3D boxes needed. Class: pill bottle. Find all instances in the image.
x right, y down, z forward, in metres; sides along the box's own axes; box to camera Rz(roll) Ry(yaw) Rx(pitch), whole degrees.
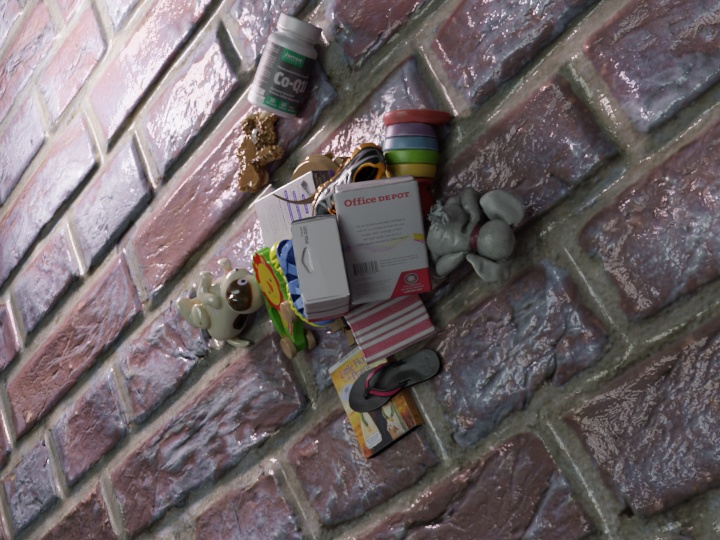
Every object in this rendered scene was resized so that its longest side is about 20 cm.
[{"bbox_3d":[-0.160,-0.440,1.756,0.113,0.113,0.201,34,110,37],"label":"pill bottle"}]

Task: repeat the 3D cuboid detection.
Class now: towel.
[{"bbox_3d":[0.038,0.060,1.531,0.146,0.030,0.201,-25,72,1],"label":"towel"}]

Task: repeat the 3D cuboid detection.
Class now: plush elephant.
[{"bbox_3d":[0.201,-0.055,1.391,0.154,0.200,0.166,22,85,16],"label":"plush elephant"}]

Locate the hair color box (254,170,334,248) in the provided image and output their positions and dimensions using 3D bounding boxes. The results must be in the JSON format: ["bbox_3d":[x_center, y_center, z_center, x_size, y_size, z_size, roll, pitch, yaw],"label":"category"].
[{"bbox_3d":[-0.126,-0.120,1.659,0.199,0.065,0.110,-20,82,47],"label":"hair color box"}]

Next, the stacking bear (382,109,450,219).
[{"bbox_3d":[0.096,-0.191,1.522,0.121,0.113,0.202,0,91,41],"label":"stacking bear"}]

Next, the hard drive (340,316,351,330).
[{"bbox_3d":[0.000,0.000,1.591,0.139,0.038,0.201,-23,69,1],"label":"hard drive"}]

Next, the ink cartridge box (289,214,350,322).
[{"bbox_3d":[-0.070,0.001,1.434,0.084,0.200,0.147,-10,78,-2],"label":"ink cartridge box"}]

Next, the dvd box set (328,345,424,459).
[{"bbox_3d":[0.027,0.245,1.596,0.146,0.029,0.201,-39,62,30],"label":"dvd box set"}]

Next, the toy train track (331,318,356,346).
[{"bbox_3d":[-0.024,0.056,1.657,0.115,0.032,0.201,-37,57,47],"label":"toy train track"}]

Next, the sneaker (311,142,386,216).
[{"bbox_3d":[-0.022,-0.139,1.484,0.201,0.078,0.077,-56,27,15],"label":"sneaker"}]

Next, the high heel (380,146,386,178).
[{"bbox_3d":[0.037,-0.162,1.543,0.143,0.071,0.201,124,155,-72],"label":"high heel"}]

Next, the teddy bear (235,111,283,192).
[{"bbox_3d":[-0.230,-0.271,1.847,0.144,0.067,0.201,-21,67,29],"label":"teddy bear"}]

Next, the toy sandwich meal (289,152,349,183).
[{"bbox_3d":[-0.070,-0.153,1.692,0.204,0.070,0.207,10,105,44],"label":"toy sandwich meal"}]

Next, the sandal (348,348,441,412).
[{"bbox_3d":[0.056,0.202,1.530,0.199,0.045,0.075,-30,66,18],"label":"sandal"}]

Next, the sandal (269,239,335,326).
[{"bbox_3d":[-0.107,0.017,1.573,0.201,0.079,0.087,57,149,11],"label":"sandal"}]

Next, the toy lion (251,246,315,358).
[{"bbox_3d":[-0.167,0.056,1.690,0.192,0.068,0.201,49,152,30],"label":"toy lion"}]

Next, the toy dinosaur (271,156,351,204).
[{"bbox_3d":[-0.064,-0.147,1.557,0.106,0.200,0.061,33,140,22],"label":"toy dinosaur"}]

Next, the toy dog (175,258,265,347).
[{"bbox_3d":[-0.289,0.070,1.807,0.200,0.139,0.195,-36,79,44],"label":"toy dog"}]

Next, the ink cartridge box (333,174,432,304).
[{"bbox_3d":[0.038,-0.056,1.424,0.147,0.086,0.201,-8,103,-1],"label":"ink cartridge box"}]
